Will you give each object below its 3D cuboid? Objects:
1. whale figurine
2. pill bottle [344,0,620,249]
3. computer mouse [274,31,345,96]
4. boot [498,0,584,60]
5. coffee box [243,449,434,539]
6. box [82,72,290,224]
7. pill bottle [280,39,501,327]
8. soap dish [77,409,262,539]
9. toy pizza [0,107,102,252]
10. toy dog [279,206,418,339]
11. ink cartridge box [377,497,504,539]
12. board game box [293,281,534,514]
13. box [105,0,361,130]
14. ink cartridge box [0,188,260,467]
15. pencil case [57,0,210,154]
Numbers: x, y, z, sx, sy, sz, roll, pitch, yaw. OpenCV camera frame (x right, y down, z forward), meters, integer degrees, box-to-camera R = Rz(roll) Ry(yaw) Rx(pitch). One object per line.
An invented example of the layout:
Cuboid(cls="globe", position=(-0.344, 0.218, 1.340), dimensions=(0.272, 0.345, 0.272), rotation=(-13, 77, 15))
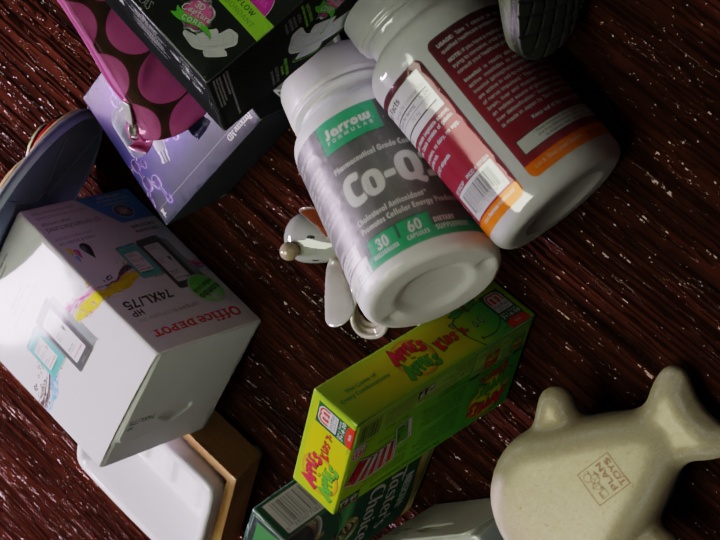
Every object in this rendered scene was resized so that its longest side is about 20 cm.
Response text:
Cuboid(cls="whale figurine", position=(0.194, 0.149, 1.468), dimensions=(0.200, 0.104, 0.159), rotation=(-43, 77, 27))
Cuboid(cls="pill bottle", position=(0.082, -0.123, 1.388), dimensions=(0.200, 0.113, 0.113), rotation=(52, 142, 12))
Cuboid(cls="computer mouse", position=(-0.049, -0.223, 1.519), dimensions=(0.109, 0.044, 0.200), rotation=(4, 124, 11))
Cuboid(cls="boot", position=(0.087, -0.250, 1.350), dimensions=(0.131, 0.068, 0.200), rotation=(15, 116, 49))
Cuboid(cls="coffee box", position=(-0.020, 0.200, 1.644), dimensions=(0.044, 0.200, 0.123), rotation=(40, 137, 21))
Cuboid(cls="box", position=(-0.137, -0.149, 1.656), dimensions=(0.141, 0.079, 0.200), rotation=(54, 142, 5))
Cuboid(cls="pill bottle", position=(0.018, -0.067, 1.463), dimensions=(0.200, 0.113, 0.113), rotation=(65, 147, 26))
Cuboid(cls="soap dish", position=(-0.188, 0.184, 1.924), dimensions=(0.200, 0.081, 0.158), rotation=(41, 139, 25))
Cuboid(cls="toy pizza", position=(-0.307, -0.070, 1.803), dimensions=(0.032, 0.200, 0.200), rotation=(34, 138, 7))
Cuboid(cls="toy dog", position=(0.000, 0.000, 1.575), dimensions=(0.200, 0.096, 0.132), rotation=(-18, 98, 52))
Cuboid(cls="ink cartridge box", position=(0.117, 0.294, 1.640), dimensions=(0.145, 0.083, 0.200), rotation=(-17, 100, 52))
Cuboid(cls="board game box", position=(0.042, 0.095, 1.501), dimensions=(0.048, 0.200, 0.102), rotation=(40, 138, 25))
Cuboid(cls="box", position=(-0.073, -0.228, 1.374), dimensions=(0.149, 0.200, 0.124), rotation=(48, 173, 10))
Cuboid(cls="ink cartridge box", position=(-0.227, 0.050, 1.806), dimensions=(0.200, 0.147, 0.146), rotation=(43, 123, 21))
Cuboid(cls="pencil case", position=(-0.184, -0.189, 1.495), dimensions=(0.091, 0.094, 0.200), rotation=(20, 149, 47))
